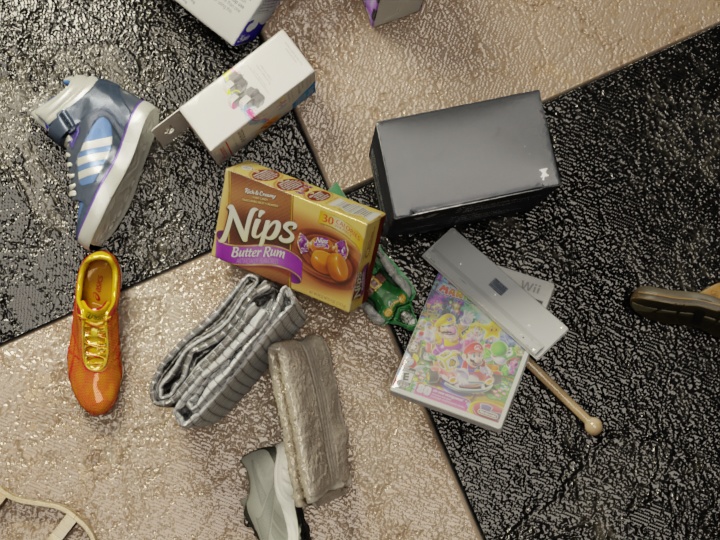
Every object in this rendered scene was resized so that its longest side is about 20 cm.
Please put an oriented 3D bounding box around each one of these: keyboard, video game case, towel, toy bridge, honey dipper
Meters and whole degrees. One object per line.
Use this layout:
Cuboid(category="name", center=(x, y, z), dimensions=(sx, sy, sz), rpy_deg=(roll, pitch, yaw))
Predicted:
Cuboid(category="keyboard", center=(0.163, 0.026, 1.585), dimensions=(0.056, 0.011, 0.200), rpy_deg=(-39, 66, -19))
Cuboid(category="video game case", center=(0.137, 0.083, 1.573), dimensions=(0.142, 0.018, 0.201), rpy_deg=(18, 67, 15))
Cuboid(category="towel", center=(-0.058, 0.179, 1.551), dimensions=(0.034, 0.132, 0.202), rpy_deg=(-13, 87, 20))
Cuboid(category="towel", center=(-0.158, 0.091, 1.539), dimensions=(0.085, 0.166, 0.200), rpy_deg=(39, 85, 7))
Cuboid(category="toy bridge", center=(-0.369, 0.324, 1.583), dimensions=(0.200, 0.027, 0.067), rpy_deg=(39, 83, 2))
Cuboid(category="honey dipper", center=(0.226, 0.130, 1.607), dimensions=(0.200, 0.038, 0.038), rpy_deg=(45, 86, 3))

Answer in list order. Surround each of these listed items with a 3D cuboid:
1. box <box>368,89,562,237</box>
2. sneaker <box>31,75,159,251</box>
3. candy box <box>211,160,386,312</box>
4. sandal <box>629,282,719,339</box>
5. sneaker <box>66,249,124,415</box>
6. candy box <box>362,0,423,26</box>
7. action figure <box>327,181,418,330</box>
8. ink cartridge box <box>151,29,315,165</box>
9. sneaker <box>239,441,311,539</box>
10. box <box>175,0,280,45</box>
Cuboid(category="box", center=(0.118, -0.122, 1.544), dimensions=(0.195, 0.200, 0.119), rpy_deg=(-12, 86, -3))
Cuboid(category="sneaker", center=(-0.348, -0.141, 1.599), dimensions=(0.145, 0.081, 0.202), rpy_deg=(23, 89, 9))
Cuboid(category="candy box", center=(-0.076, -0.043, 1.552), dimensions=(0.199, 0.056, 0.118), rpy_deg=(22, 115, 20))
Cuboid(category="sandal", center=(0.436, 0.043, 1.613), dimensions=(0.198, 0.082, 0.055), rpy_deg=(12, 63, 6))
Cuboid(category="sneaker", center=(-0.327, 0.075, 1.579), dimensions=(0.072, 0.077, 0.202), rpy_deg=(-1, 87, -3))
Cuboid(category="candy box", center=(0.018, -0.421, 1.579), dimensions=(0.071, 0.168, 0.202), rpy_deg=(-19, 86, -5))
Cuboid(category="action figure", center=(0.000, 0.000, 1.606), dimensions=(0.200, 0.055, 0.118), rpy_deg=(44, 87, -1))
Cuboid(category="ink cartridge box", center=(-0.151, -0.196, 1.584), dimensions=(0.199, 0.115, 0.068), rpy_deg=(-38, 87, -3))
Cuboid(category="sneaker", center=(-0.104, 0.312, 1.576), dimensions=(0.079, 0.074, 0.202), rpy_deg=(-8, 80, 7))
Cuboid(category="box", center=(-0.158, -0.410, 1.576), dimensions=(0.183, 0.105, 0.201), rpy_deg=(38, 108, 1))
